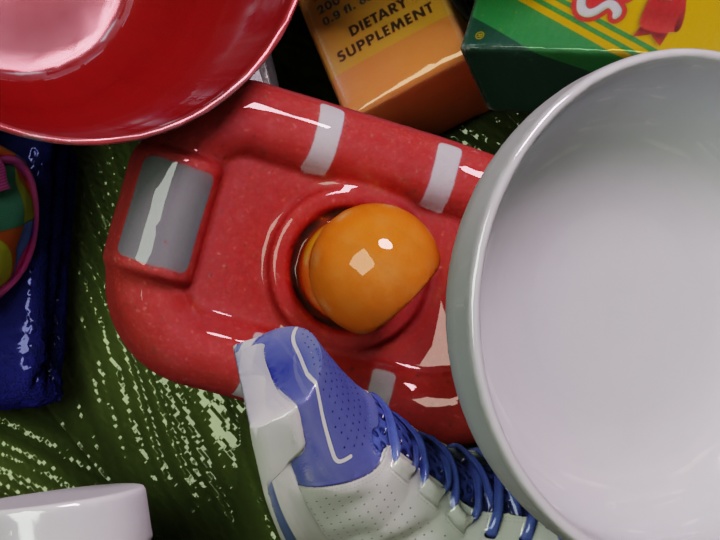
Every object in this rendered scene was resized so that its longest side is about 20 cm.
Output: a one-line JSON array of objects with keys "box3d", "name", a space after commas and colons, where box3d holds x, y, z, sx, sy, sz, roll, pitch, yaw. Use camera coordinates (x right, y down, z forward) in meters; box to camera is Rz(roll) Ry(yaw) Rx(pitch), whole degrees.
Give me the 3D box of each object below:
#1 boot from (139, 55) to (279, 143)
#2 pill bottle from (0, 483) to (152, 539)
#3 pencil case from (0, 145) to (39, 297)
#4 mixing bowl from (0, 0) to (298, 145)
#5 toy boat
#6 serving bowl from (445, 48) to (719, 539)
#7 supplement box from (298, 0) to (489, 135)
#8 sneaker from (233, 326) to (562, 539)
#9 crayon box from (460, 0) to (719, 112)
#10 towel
[{"box3d": [-0.096, -0.117, 0.932, 0.182, 0.072, 0.201, -2, 102, 59], "name": "boot"}, {"box3d": [-0.119, 0.194, 0.829, 0.111, 0.111, 0.201, -8, 88, 21], "name": "pill bottle"}, {"box3d": [-0.247, -0.042, 0.919, 0.199, 0.088, 0.089, 17, 85, 24], "name": "pencil case"}, {"box3d": [-0.129, -0.140, 0.805, 0.199, 0.108, 0.201, 3, 82, -21], "name": "mixing bowl"}, {"box3d": [0.000, 0.000, 0.801, 0.199, 0.131, 0.131, 16, 89, -11], "name": "toy boat"}, {"box3d": [0.113, 0.017, 0.770, 0.066, 0.200, 0.201, -3, 74, 62], "name": "serving bowl"}, {"box3d": [-0.004, -0.156, 0.903, 0.066, 0.069, 0.200, -28, 67, 13], "name": "supplement box"}, {"box3d": [0.031, 0.092, 0.790, 0.115, 0.200, 0.081, -23, 35, 4], "name": "sneaker"}, {"box3d": [0.154, -0.126, 0.819, 0.199, 0.051, 0.127, 5, 62, 23], "name": "crayon box"}, {"box3d": [-0.229, -0.001, 0.978, 0.199, 0.050, 0.148, -3, 81, 24], "name": "towel"}]
